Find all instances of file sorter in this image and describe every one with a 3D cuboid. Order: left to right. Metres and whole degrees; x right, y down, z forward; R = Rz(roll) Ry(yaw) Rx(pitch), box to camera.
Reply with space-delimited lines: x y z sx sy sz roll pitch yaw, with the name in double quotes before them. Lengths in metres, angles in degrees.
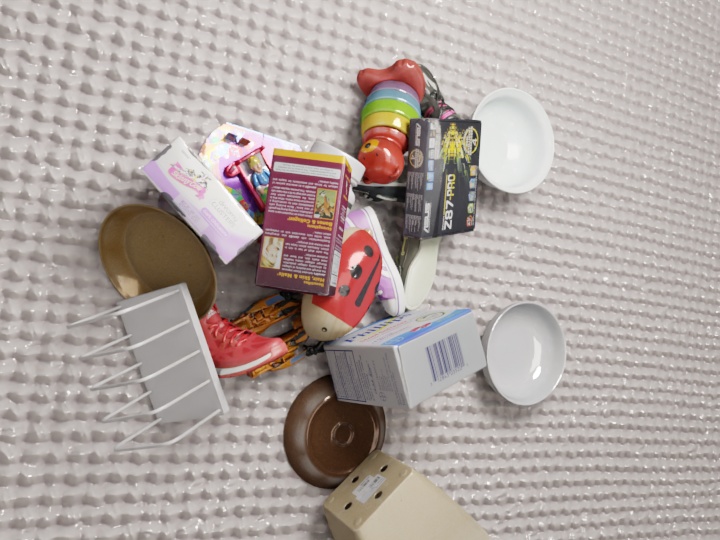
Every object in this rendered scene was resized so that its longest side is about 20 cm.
"file sorter" -0.306 0.142 0.925 0.124 0.138 0.202 -30 104 -60

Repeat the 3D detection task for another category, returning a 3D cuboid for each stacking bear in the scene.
"stacking bear" 0.046 -0.242 1.117 0.114 0.120 0.202 43 50 -49

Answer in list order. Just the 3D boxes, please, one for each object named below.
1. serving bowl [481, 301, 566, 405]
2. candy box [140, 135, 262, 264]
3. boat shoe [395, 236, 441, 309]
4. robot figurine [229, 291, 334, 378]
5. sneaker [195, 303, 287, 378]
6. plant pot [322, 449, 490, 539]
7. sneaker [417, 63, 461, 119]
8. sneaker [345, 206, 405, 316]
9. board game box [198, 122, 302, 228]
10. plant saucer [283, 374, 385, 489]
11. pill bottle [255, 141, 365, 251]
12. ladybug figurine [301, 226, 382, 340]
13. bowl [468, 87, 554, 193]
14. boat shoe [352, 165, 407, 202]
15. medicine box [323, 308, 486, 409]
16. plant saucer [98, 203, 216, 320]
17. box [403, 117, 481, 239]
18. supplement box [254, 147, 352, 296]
"serving bowl" 0.313 0.162 1.288 0.198 0.066 0.203 1 88 -25
"candy box" -0.227 -0.099 0.947 0.071 0.200 0.168 -41 101 -6
"boat shoe" 0.102 -0.029 1.194 0.072 0.060 0.204 24 78 -46
"robot figurine" -0.116 0.091 1.085 0.199 0.058 0.146 -27 101 -23
"sneaker" -0.205 0.098 0.977 0.078 0.198 0.117 -21 94 -61
"plant pot" 0.054 0.422 1.080 0.199 0.199 0.178 -40 106 -21
"sneaker" 0.148 -0.296 1.208 0.076 0.084 0.201 -34 103 -23
"sneaker" 0.000 0.000 1.143 0.113 0.073 0.202 -23 89 -20
"board game box" -0.171 -0.154 1.074 0.198 0.039 0.160 14 83 -24
"plant saucer" -0.036 0.284 1.133 0.198 0.037 0.203 1 88 -26
"pill bottle" -0.079 -0.099 1.057 0.113 0.114 0.202 27 90 -22
"ladybug figurine" -0.021 0.023 1.043 0.135 0.071 0.202 33 78 -52
"bowl" 0.273 -0.245 1.264 0.199 0.090 0.204 0 89 -26
"boat shoe" 0.036 -0.150 1.160 0.197 0.076 0.061 3 128 -11
"medicine box" 0.071 0.142 1.079 0.181 0.199 0.104 -20 98 -37
"plant saucer" -0.291 -0.013 0.954 0.201 0.199 0.036 54 34 -14
"box" 0.145 -0.163 1.133 0.160 0.049 0.203 -10 107 -44
"supplement box" -0.081 -0.068 0.955 0.109 0.086 0.203 7 88 6
